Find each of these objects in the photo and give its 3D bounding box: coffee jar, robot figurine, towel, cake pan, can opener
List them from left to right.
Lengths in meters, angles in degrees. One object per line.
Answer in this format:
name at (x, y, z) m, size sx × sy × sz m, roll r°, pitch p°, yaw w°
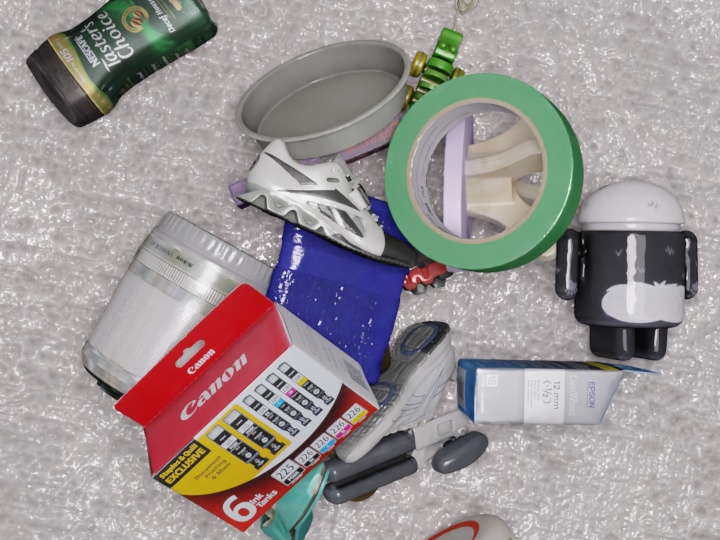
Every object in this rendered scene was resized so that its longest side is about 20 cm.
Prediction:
coffee jar at (-0.266, -0.251, 1.343) m, size 0.200 × 0.085 × 0.104 m, roll -37°, pitch 92°, yaw -2°
cake pan at (-0.037, -0.185, 1.314) m, size 0.200 × 0.200 × 0.037 m, roll -23°, pitch 124°, yaw -3°
towel at (-0.026, 0.013, 1.295) m, size 0.148 × 0.050 × 0.200 m, roll 15°, pitch 87°, yaw -17°
can opener at (0.053, 0.209, 1.340) m, size 0.200 × 0.067 × 0.053 m, roll -17°, pitch 107°, yaw -32°
robot figurine at (0.301, 0.000, 1.357) m, size 0.125 × 0.150 × 0.200 m, roll 1°, pitch 91°, yaw 30°

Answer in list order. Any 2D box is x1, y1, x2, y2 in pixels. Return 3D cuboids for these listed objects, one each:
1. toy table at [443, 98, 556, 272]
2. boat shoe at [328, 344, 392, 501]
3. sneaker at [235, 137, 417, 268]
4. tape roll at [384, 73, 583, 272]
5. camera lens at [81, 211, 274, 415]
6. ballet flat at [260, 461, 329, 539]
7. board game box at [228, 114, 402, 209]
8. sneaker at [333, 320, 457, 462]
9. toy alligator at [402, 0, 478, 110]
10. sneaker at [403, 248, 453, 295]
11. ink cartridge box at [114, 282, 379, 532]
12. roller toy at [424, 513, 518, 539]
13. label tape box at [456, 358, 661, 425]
toy table at (0.156, -0.097, 1.331) m, size 0.117 × 0.184 × 0.200 m, roll 0°, pitch 83°, yaw 10°
boat shoe at (-0.008, 0.160, 1.375) m, size 0.073 × 0.063 × 0.201 m, roll -5°, pitch 97°, yaw -39°
sneaker at (-0.018, -0.069, 1.229) m, size 0.200 × 0.074 × 0.089 m, roll 27°, pitch 86°, yaw -18°
tape roll at (0.124, -0.098, 1.233) m, size 0.200 × 0.048 × 0.201 m, roll -2°, pitch 85°, yaw 23°
camera lens at (-0.193, 0.057, 1.310) m, size 0.160 × 0.160 × 0.200 m, roll 29°, pitch 88°, yaw -3°
ballet flat at (-0.082, 0.249, 1.306) m, size 0.070 × 0.200 × 0.067 m, roll 25°, pitch 61°, yaw 4°
board game box at (-0.048, -0.118, 1.338) m, size 0.200 × 0.120 × 0.032 m, roll -23°, pitch 97°, yaw -2°
sneaker at (0.047, 0.145, 1.334) m, size 0.200 × 0.074 × 0.087 m, roll -44°, pitch 124°, yaw -27°
toy alligator at (0.091, -0.234, 1.377) m, size 0.059 × 0.054 × 0.200 m, roll 23°, pitch 89°, yaw -3°
sneaker at (0.000, 0.000, 1.365) m, size 0.200 × 0.071 × 0.098 m, roll -20°, pitch 91°, yaw -5°
ink cartridge box at (-0.117, 0.139, 1.212) m, size 0.200 × 0.084 × 0.176 m, roll -44°, pitch 123°, yaw 11°
roller toy at (0.115, 0.369, 1.313) m, size 0.182 × 0.200 × 0.140 m, roll -36°, pitch 93°, yaw -8°
label tape box at (0.215, 0.134, 1.340) m, size 0.200 × 0.143 × 0.066 m, roll 3°, pitch 90°, yaw -3°
